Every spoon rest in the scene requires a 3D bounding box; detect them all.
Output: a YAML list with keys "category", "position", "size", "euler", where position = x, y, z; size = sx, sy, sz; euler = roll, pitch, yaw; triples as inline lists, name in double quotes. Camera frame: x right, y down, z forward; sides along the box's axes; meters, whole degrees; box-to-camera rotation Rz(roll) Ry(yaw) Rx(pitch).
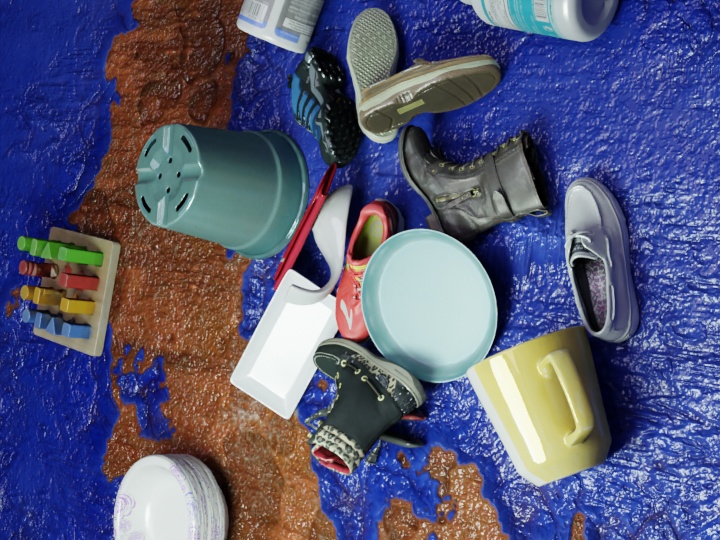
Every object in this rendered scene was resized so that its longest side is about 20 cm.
- category: "spoon rest"
  position: [-0.045, -0.033, 1.618]
  size: [0.100, 0.060, 0.201]
  euler: [123, 170, -55]

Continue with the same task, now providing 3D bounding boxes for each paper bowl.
- category: "paper bowl"
  position: [-0.279, 0.382, 1.785]
  size: [0.199, 0.104, 0.204]
  euler: [-6, 81, 41]

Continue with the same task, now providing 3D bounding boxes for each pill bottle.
- category: "pill bottle"
  position: [-0.099, -0.434, 1.726]
  size: [0.113, 0.113, 0.202]
  euler: [32, 105, 39]
- category: "pill bottle"
  position: [0.210, -0.350, 1.439]
  size: [0.199, 0.110, 0.112]
  euler: [23, 99, 41]

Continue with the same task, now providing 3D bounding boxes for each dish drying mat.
- category: "dish drying mat"
  position: [-0.081, -0.060, 1.664]
  size: [0.077, 0.018, 0.201]
  euler: [-72, 8, -48]

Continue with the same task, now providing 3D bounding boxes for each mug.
- category: "mug"
  position: [0.209, 0.161, 1.337]
  size: [0.148, 0.186, 0.155]
  euler: [-24, 77, 21]

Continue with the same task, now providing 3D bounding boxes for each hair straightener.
- category: "hair straightener"
  position: [0.002, 0.225, 1.593]
  size: [0.198, 0.041, 0.078]
  euler: [1, 85, 36]

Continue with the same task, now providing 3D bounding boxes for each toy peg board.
- category: "toy peg board"
  position: [-0.534, 0.030, 2.065]
  size: [0.199, 0.097, 0.202]
  euler: [12, 92, 42]

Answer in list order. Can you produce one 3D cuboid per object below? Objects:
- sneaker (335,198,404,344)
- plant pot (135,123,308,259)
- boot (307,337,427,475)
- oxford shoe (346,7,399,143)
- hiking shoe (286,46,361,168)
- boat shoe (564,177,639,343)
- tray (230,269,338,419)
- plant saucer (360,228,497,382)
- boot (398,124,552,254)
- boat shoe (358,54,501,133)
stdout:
- category: "sneaker"
  position: [0.000, 0.000, 1.585]
  size: [0.076, 0.085, 0.203]
  euler: [13, 94, 17]
- category: "plant pot"
  position: [-0.214, -0.126, 1.733]
  size: [0.199, 0.195, 0.203]
  euler: [-6, 81, 41]
- category: "boot"
  position: [-0.028, 0.176, 1.551]
  size: [0.202, 0.074, 0.154]
  euler: [19, 56, 45]
- category: "oxford shoe"
  position: [0.020, -0.268, 1.635]
  size: [0.074, 0.058, 0.203]
  euler: [-5, 76, -1]
- category: "hiking shoe"
  position: [-0.054, -0.222, 1.695]
  size: [0.087, 0.074, 0.202]
  euler: [-40, 50, 40]
- category: "boat shoe"
  position: [0.269, -0.015, 1.369]
  size: [0.071, 0.068, 0.203]
  euler: [-15, 75, 39]
- category: "tray"
  position: [-0.101, 0.106, 1.696]
  size: [0.107, 0.022, 0.201]
  euler: [32, 108, 9]
- category: "plant saucer"
  position: [0.091, 0.044, 1.515]
  size: [0.198, 0.027, 0.203]
  euler: [9, 107, 31]
- category: "boot"
  position: [0.149, -0.130, 1.500]
  size: [0.173, 0.069, 0.202]
  euler: [-31, 75, 34]
- category: "boat shoe"
  position: [0.087, -0.251, 1.546]
  size: [0.198, 0.072, 0.077]
  euler: [-15, 54, 16]
